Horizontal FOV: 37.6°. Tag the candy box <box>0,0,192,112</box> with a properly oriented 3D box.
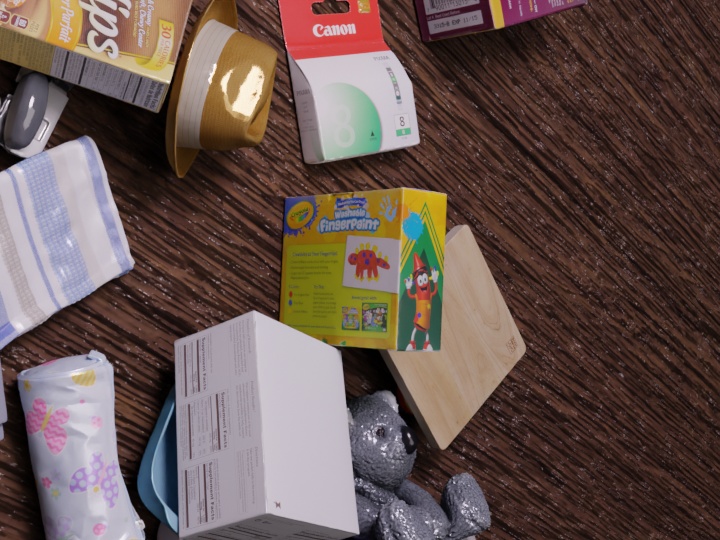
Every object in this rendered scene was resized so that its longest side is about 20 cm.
[{"bbox_3d":[-0.261,-0.234,0.963,0.198,0.055,0.117,17,61,-15],"label":"candy box"}]

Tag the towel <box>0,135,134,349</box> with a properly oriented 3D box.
[{"bbox_3d":[-0.298,-0.027,0.978,0.200,0.024,0.149,-38,122,-49],"label":"towel"}]

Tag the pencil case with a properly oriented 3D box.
[{"bbox_3d":[-0.264,0.181,0.998,0.083,0.090,0.203,-40,120,-78],"label":"pencil case"}]

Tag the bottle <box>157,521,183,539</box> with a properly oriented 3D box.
[{"bbox_3d":[-0.126,0.303,1.137,0.199,0.065,0.084,28,75,-37],"label":"bottle"}]

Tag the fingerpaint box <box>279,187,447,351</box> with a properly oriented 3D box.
[{"bbox_3d":[0.000,0.000,1.160,0.073,0.199,0.169,4,86,-42],"label":"fingerpaint box"}]

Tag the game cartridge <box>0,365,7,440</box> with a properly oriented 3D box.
[{"bbox_3d":[-0.380,0.102,0.886,0.200,0.040,0.135,-16,105,-67],"label":"game cartridge"}]

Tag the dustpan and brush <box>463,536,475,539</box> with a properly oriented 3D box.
[{"bbox_3d":[0.098,0.334,1.317,0.057,0.139,0.201,45,36,-23],"label":"dustpan and brush"}]

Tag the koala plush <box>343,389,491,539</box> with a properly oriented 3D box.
[{"bbox_3d":[0.017,0.237,1.223,0.176,0.183,0.202,-7,74,-52],"label":"koala plush"}]

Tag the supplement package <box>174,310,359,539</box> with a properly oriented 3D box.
[{"bbox_3d":[-0.095,0.168,1.065,0.155,0.110,0.202,30,47,-51],"label":"supplement package"}]

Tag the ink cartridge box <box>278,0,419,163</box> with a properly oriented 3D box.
[{"bbox_3d":[-0.011,-0.237,1.254,0.160,0.050,0.203,-15,102,-40],"label":"ink cartridge box"}]

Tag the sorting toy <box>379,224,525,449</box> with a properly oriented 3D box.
[{"bbox_3d":[0.095,0.081,1.330,0.199,0.069,0.201,-44,117,-32],"label":"sorting toy"}]

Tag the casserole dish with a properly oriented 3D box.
[{"bbox_3d":[-0.169,0.188,1.077,0.121,0.038,0.201,51,32,-29],"label":"casserole dish"}]

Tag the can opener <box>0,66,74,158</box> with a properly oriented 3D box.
[{"bbox_3d":[-0.283,-0.197,0.999,0.053,0.066,0.202,34,68,-34],"label":"can opener"}]

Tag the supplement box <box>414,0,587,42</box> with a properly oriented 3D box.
[{"bbox_3d":[0.179,-0.369,1.367,0.199,0.130,0.104,-24,106,-38],"label":"supplement box"}]

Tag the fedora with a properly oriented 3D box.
[{"bbox_3d":[-0.130,-0.178,1.058,0.081,0.201,0.203,15,76,2],"label":"fedora"}]
